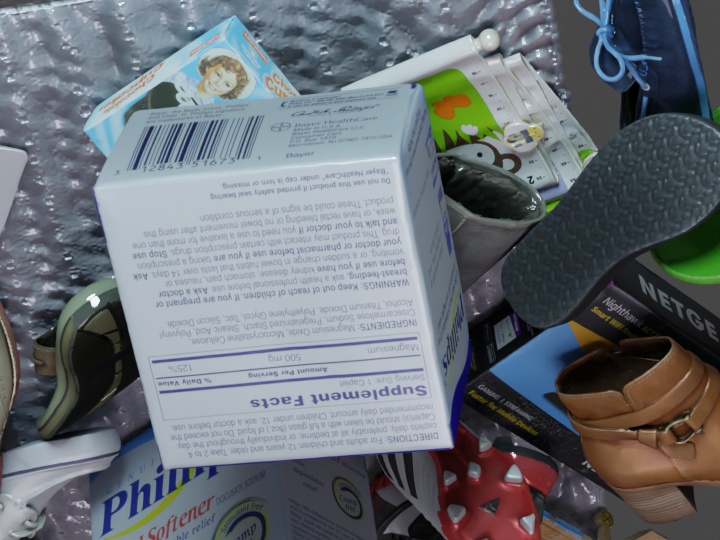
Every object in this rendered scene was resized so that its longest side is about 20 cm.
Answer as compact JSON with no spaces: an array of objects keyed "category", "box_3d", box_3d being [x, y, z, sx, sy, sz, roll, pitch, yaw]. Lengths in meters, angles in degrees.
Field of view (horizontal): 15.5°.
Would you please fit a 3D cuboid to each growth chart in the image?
[{"category":"growth chart","box_3d":[0.076,-0.078,1.693,0.145,0.018,0.200,-29,134,24]}]

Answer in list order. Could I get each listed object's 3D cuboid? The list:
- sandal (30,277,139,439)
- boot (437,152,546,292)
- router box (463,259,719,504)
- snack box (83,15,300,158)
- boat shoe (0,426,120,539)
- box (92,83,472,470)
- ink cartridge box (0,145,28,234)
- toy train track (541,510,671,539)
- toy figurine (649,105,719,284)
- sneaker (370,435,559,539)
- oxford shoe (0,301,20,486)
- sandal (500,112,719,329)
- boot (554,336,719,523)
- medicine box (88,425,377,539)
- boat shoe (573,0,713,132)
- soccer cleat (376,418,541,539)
[{"category":"sandal","box_3d":[-0.184,0.049,1.765,0.080,0.057,0.201,-33,162,-26]},{"category":"boot","box_3d":[-0.001,-0.002,1.712,0.181,0.073,0.200,5,150,-27]},{"category":"router box","box_3d":[0.179,0.074,1.853,0.149,0.051,0.200,-37,131,27]},{"category":"snack box","box_3d":[-0.063,-0.048,1.637,0.116,0.037,0.200,-31,110,24]},{"category":"boat shoe","box_3d":[-0.251,0.162,1.860,0.200,0.066,0.072,-19,178,15]},{"category":"box","box_3d":[-0.041,0.005,1.580,0.183,0.105,0.200,-5,118,12]},{"category":"ink cartridge box","box_3d":[-0.315,-0.032,1.648,0.199,0.067,0.116,9,136,-18]},{"category":"toy train track","box_3d":[0.158,0.195,2.010,0.200,0.033,0.115,30,134,-28]},{"category":"toy figurine","box_3d":[0.311,-0.023,1.685,0.200,0.150,0.184,-39,126,13]},{"category":"sneaker","box_3d":[0.059,0.184,1.898,0.071,0.098,0.200,26,153,-30]},{"category":"oxford shoe","box_3d":[-0.268,0.099,1.762,0.070,0.075,0.200,5,115,6]},{"category":"sandal","box_3d":[0.164,-0.037,1.643,0.048,0.075,0.200,-19,164,-48]},{"category":"boot","box_3d":[0.241,0.090,1.794,0.200,0.074,0.155,-26,131,12]},{"category":"medicine box","box_3d":[-0.089,0.193,1.838,0.182,0.200,0.103,-33,135,26]},{"category":"boat shoe","box_3d":[0.170,-0.128,1.601,0.068,0.084,0.200,-11,137,9]},{"category":"soccer cleat","box_3d":[0.058,0.139,1.817,0.069,0.200,0.085,-31,153,-19]}]
